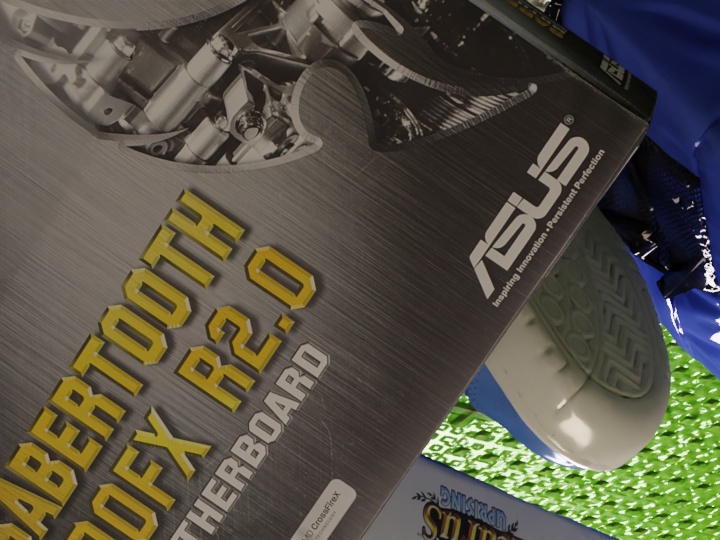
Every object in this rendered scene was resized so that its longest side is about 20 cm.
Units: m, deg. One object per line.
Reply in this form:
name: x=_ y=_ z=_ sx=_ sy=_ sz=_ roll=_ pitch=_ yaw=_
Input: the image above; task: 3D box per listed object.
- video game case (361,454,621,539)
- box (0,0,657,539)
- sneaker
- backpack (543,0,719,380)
video game case: x=-0.026 y=0.103 z=0.867 sx=0.199 sy=0.046 sz=0.181 roll=-12 pitch=154 yaw=37
box: x=-0.045 y=-0.005 z=0.701 sx=0.158 sy=0.048 sz=0.200 roll=35 pitch=106 yaw=-1
sneaker: x=0.001 y=0.000 z=0.801 sx=0.077 sy=0.200 sz=0.111 roll=5 pitch=134 yaw=-51
backpack: x=0.153 y=-0.030 z=0.844 sx=0.162 sy=0.168 sz=0.200 roll=-33 pitch=156 yaw=-9
